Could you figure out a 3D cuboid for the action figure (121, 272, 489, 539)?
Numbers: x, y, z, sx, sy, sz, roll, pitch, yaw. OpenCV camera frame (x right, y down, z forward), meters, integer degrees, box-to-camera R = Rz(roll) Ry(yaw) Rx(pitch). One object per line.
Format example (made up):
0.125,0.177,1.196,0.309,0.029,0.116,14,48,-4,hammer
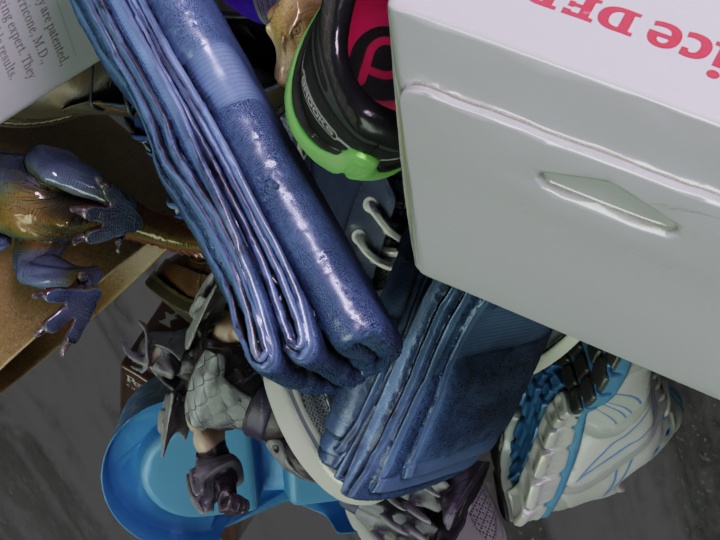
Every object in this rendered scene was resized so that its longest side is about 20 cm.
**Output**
-0.035,0.078,0.989,0.199,0.069,0.131,26,132,10,action figure

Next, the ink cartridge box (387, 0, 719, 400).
0.117,-0.084,0.610,0.145,0.200,0.145,23,152,19,ink cartridge box

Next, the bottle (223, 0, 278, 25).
-0.026,-0.140,0.821,0.199,0.065,0.084,22,146,22,bottle

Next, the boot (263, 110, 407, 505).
0.000,0.000,0.896,0.072,0.201,0.090,2,154,-35,boot

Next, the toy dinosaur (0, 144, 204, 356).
-0.178,-0.026,0.968,0.199,0.106,0.181,4,-162,-37,toy dinosaur

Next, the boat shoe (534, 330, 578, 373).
0.059,0.013,0.941,0.062,0.075,0.200,43,154,-11,boat shoe

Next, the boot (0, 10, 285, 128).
-0.120,-0.104,0.893,0.199,0.075,0.097,2,176,-18,boot

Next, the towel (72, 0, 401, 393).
-0.053,-0.046,0.747,0.201,0.048,0.112,61,-177,13,towel

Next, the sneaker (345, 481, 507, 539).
0.020,0.083,1.057,0.201,0.074,0.082,60,153,22,sneaker

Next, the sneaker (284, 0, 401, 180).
0.031,-0.127,0.658,0.076,0.201,0.084,12,-179,-16,sneaker

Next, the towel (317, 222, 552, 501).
0.056,0.002,0.817,0.048,0.111,0.201,34,113,28,towel

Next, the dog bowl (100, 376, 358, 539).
-0.056,0.103,1.168,0.199,0.050,0.112,-7,121,-5,dog bowl

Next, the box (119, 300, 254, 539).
-0.102,0.101,1.302,0.100,0.075,0.200,28,151,9,box

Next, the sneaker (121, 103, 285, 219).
-0.076,-0.065,0.988,0.200,0.077,0.076,38,155,-7,sneaker

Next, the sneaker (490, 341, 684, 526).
0.130,0.056,0.997,0.086,0.075,0.200,-3,145,-16,sneaker

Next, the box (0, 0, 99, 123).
-0.212,-0.182,0.810,0.199,0.130,0.200,44,162,32,box

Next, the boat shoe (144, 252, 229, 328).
-0.066,0.011,1.119,0.072,0.068,0.200,36,175,-23,boat shoe

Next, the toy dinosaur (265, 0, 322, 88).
-0.003,-0.170,0.711,0.101,0.201,0.058,-3,175,-38,toy dinosaur

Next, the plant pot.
-0.217,-0.052,1.083,0.200,0.186,0.186,50,152,-1,plant pot
